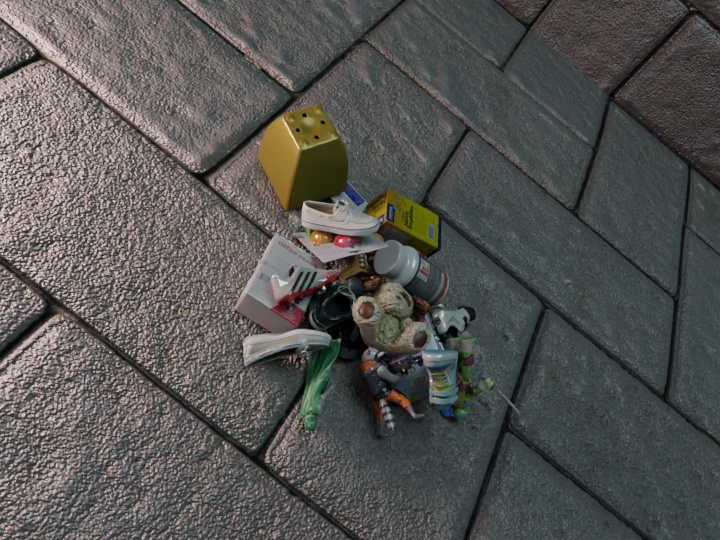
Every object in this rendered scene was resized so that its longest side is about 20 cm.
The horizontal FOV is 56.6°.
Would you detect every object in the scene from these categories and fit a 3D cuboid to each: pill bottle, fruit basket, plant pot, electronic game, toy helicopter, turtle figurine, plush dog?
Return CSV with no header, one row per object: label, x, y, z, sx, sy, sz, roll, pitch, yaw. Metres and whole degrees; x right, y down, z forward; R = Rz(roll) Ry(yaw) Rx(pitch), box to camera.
pill bottle,0.132,0.007,1.745,0.198,0.115,0.118,32,42,-37
fruit basket,-0.054,-0.070,1.679,0.181,0.096,0.200,-14,34,-25
plant pot,-0.141,-0.313,1.744,0.191,0.201,0.198,-22,70,-22
electronic game,-0.047,0.121,1.626,0.197,0.041,0.204,24,50,-31
toy helicopter,0.000,0.000,1.749,0.197,0.079,0.134,-27,84,-31
turtle figurine,0.286,0.264,1.665,0.144,0.194,0.200,-1,85,-79
plush dog,0.070,0.109,1.586,0.196,0.161,0.174,26,55,-4

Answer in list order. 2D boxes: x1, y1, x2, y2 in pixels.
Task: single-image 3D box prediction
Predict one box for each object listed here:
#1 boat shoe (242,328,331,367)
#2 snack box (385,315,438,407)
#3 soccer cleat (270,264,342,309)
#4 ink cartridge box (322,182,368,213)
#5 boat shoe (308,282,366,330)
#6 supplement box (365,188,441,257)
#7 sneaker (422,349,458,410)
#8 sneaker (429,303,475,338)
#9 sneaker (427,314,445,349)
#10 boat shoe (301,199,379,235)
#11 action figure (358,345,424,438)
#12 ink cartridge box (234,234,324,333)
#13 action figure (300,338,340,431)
boat shoe,-0.161,0.173,1.477,0.196,0.075,0.066,-4,69,-7
snack box,0.122,0.208,1.622,0.139,0.053,0.204,-20,67,2
soccer cleat,-0.121,0.019,1.529,0.198,0.068,0.087,-24,83,-41
ink cartridge box,-0.057,-0.209,1.870,0.200,0.039,0.099,47,46,7
boat shoe,-0.042,0.078,1.579,0.198,0.061,0.076,-21,80,-49
supplement box,0.117,-0.119,1.841,0.197,0.108,0.112,25,54,-28
sneaker,0.179,0.242,1.473,0.200,0.077,0.134,27,65,-70
sneaker,0.250,0.143,1.782,0.198,0.073,0.091,6,64,-50
sneaker,0.135,0.169,1.699,0.114,0.075,0.202,-21,72,-38
boat shoe,-0.049,-0.136,1.630,0.195,0.071,0.071,9,33,9
action figure,0.067,0.257,1.503,0.104,0.199,0.197,-18,76,-53
ink cartridge box,-0.188,0.039,1.573,0.146,0.086,0.202,33,45,-11
action figure,-0.094,0.258,1.480,0.054,0.117,0.204,31,54,-25
